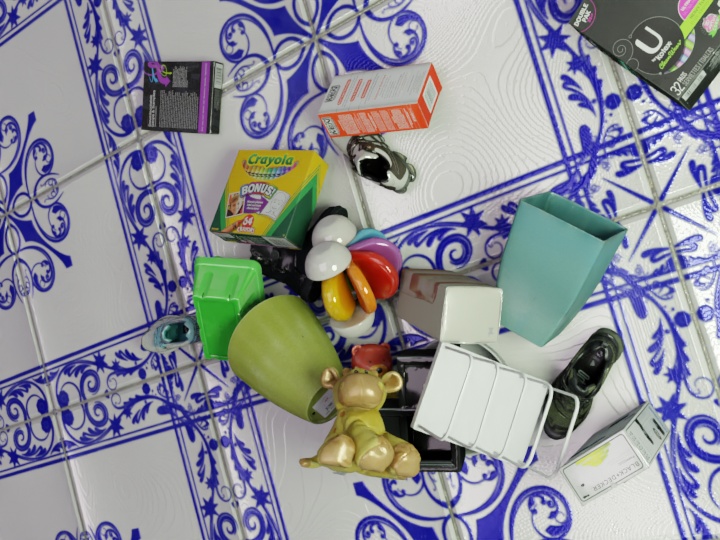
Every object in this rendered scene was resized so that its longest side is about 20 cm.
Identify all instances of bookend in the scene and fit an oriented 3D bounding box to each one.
[{"bbox_3d":[0.069,0.218,1.312,0.195,0.092,0.204,-2,93,13],"label":"bookend"}]

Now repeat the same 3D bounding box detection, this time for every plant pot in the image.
[{"bbox_3d":[-0.109,0.176,1.435,0.199,0.185,0.190,39,112,41],"label":"plant pot"},{"bbox_3d":[0.295,0.003,1.248,0.140,0.141,0.203,30,115,25],"label":"plant pot"}]

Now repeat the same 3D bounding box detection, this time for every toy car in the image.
[{"bbox_3d":[0.000,0.000,1.383,0.147,0.201,0.177,-16,121,16],"label":"toy car"}]

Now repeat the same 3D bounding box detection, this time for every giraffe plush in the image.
[{"bbox_3d":[0.003,0.225,1.225,0.199,0.170,0.165,-27,52,60],"label":"giraffe plush"}]

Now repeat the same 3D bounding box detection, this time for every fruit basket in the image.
[{"bbox_3d":[-0.256,0.050,1.574,0.152,0.216,0.220,4,96,8],"label":"fruit basket"}]

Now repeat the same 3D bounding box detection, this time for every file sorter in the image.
[{"bbox_3d":[0.202,0.210,1.197,0.197,0.124,0.141,22,85,-15],"label":"file sorter"}]

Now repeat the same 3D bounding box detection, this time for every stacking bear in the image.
[{"bbox_3d":[0.020,0.232,1.433,0.119,0.114,0.204,-1,97,-11],"label":"stacking bear"}]

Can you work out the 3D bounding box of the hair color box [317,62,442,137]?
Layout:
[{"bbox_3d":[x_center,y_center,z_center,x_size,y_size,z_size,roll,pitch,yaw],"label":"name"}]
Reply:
[{"bbox_3d":[0.033,-0.295,1.393,0.197,0.062,0.103,1,54,30],"label":"hair color box"}]

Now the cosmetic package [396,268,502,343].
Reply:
[{"bbox_3d":[0.140,0.054,1.298,0.200,0.101,0.089,-155,69,-70],"label":"cosmetic package"}]

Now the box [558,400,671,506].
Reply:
[{"bbox_3d":[0.378,0.264,1.176,0.116,0.199,0.061,-41,75,27],"label":"box"}]

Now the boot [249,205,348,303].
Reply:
[{"bbox_3d":[-0.126,-0.059,1.520,0.167,0.076,0.203,30,112,22],"label":"boot"}]

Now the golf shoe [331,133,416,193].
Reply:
[{"bbox_3d":[0.009,-0.213,1.421,0.199,0.094,0.079,38,112,24],"label":"golf shoe"}]

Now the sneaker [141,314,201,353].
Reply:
[{"bbox_3d":[-0.402,0.130,1.690,0.197,0.086,0.079,-17,84,30],"label":"sneaker"}]

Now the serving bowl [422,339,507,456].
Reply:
[{"bbox_3d":[0.178,0.209,1.367,0.197,0.065,0.205,2,94,30],"label":"serving bowl"}]

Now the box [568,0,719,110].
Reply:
[{"bbox_3d":[0.428,-0.352,1.145,0.200,0.124,0.150,43,112,21],"label":"box"}]

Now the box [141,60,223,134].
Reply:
[{"bbox_3d":[-0.374,-0.361,1.669,0.197,0.036,0.146,9,97,28],"label":"box"}]

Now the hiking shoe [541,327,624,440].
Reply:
[{"bbox_3d":[0.334,0.181,1.253,0.075,0.100,0.203,32,109,24],"label":"hiking shoe"}]

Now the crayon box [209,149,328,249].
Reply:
[{"bbox_3d":[-0.173,-0.137,1.505,0.197,0.058,0.176,6,73,36],"label":"crayon box"}]
